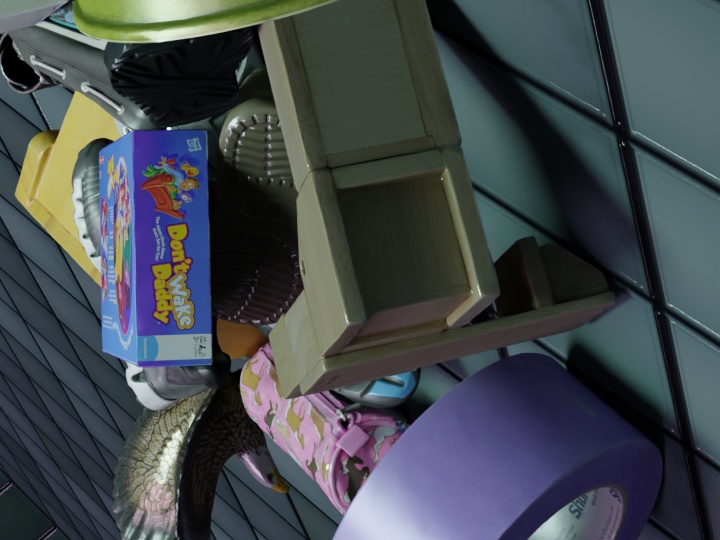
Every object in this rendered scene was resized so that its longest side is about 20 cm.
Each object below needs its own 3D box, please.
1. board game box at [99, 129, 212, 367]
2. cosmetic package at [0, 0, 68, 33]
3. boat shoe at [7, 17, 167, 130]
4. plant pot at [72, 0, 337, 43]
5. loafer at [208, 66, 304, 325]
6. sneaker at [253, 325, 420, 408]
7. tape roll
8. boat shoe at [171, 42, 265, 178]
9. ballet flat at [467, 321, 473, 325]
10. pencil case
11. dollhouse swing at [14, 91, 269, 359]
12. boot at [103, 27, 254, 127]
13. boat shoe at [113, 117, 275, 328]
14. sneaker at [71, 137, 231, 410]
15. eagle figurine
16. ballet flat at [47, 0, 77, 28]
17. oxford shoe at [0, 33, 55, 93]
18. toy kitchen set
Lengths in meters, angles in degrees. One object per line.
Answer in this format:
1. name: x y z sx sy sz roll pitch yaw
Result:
1. board game box: -0.129 -0.013 1.203 0.200 0.044 0.136 -177 86 -77
2. cosmetic package: -0.255 -0.251 1.239 0.103 0.073 0.201 -7 99 69
3. boat shoe: -0.186 -0.134 1.316 0.067 0.057 0.200 7 -170 -40
4. plant pot: -0.048 -0.217 0.752 0.200 0.200 0.194 22 135 56
5. loafer: -0.057 -0.043 1.187 0.076 0.068 0.201 15 139 -3
6. sneaker: -0.006 0.049 1.374 0.082 0.073 0.200 42 176 -35
7. tape roll: 0.078 0.152 1.132 0.085 0.200 0.200 41 160 28
8. boat shoe: -0.097 -0.126 1.210 0.200 0.073 0.065 51 167 -7
9. ballet flat: 0.000 0.000 1.267 0.200 0.046 0.068 38 159 35
10. pencil case: -0.024 0.114 1.462 0.082 0.087 0.200 10 -168 -26
11. dollhouse swing: -0.132 -0.061 1.490 0.200 0.176 0.181 43 -157 21
12. boot: -0.114 -0.176 1.033 0.200 0.076 0.169 99 153 -82
13. boat shoe: -0.103 -0.044 1.343 0.067 0.073 0.201 -30 81 31
14. sneaker: -0.139 -0.001 1.377 0.090 0.066 0.201 -8 103 38
15. eagle figurine: -0.122 0.141 1.595 0.151 0.200 0.152 39 162 26
16. ballet flat: -0.197 -0.205 1.315 0.200 0.074 0.074 20 146 52
17. oxford shoe: -0.250 -0.170 1.494 0.071 0.073 0.200 51 163 -3
18. toy kitchen set: 0.032 -0.045 1.043 0.200 0.162 0.182 129 128 -72
